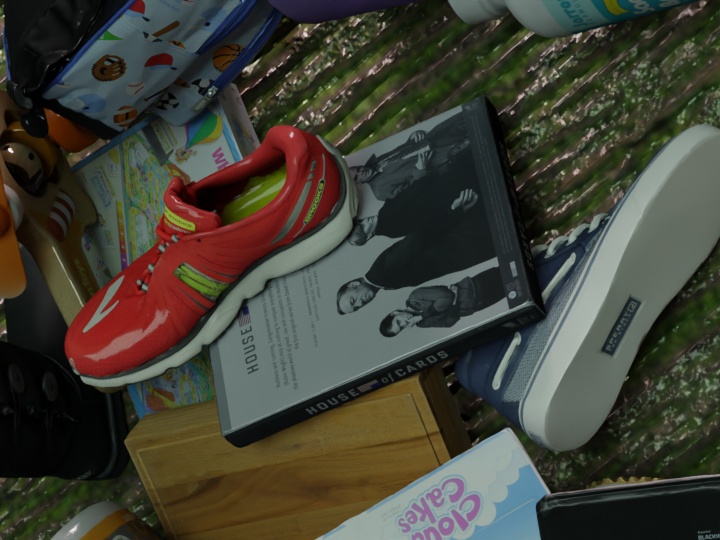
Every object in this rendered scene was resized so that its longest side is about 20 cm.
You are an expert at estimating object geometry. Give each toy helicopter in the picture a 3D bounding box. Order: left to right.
[{"bbox_3d":[-0.189,-0.019,1.480,0.079,0.132,0.201,-28,85,19],"label":"toy helicopter"}]

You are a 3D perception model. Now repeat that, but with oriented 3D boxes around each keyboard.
[{"bbox_3d":[0.194,0.143,1.261,0.198,0.040,0.105,-6,113,17],"label":"keyboard"}]

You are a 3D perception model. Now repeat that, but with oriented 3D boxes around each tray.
[{"bbox_3d":[-0.032,0.117,1.446,0.199,0.037,0.099,-13,110,27],"label":"tray"}]

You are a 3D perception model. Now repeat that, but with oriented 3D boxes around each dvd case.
[{"bbox_3d":[0.000,0.000,1.415,0.199,0.025,0.151,-24,53,18],"label":"dvd case"}]

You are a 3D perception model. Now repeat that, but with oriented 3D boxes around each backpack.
[{"bbox_3d":[-0.124,-0.191,1.466,0.190,0.153,0.201,-43,49,35],"label":"backpack"}]

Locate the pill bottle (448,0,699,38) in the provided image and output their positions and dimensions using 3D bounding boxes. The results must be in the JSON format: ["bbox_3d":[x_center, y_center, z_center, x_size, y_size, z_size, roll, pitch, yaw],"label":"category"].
[{"bbox_3d":[0.142,-0.194,1.367,0.199,0.111,0.112,-14,79,27],"label":"pill bottle"}]

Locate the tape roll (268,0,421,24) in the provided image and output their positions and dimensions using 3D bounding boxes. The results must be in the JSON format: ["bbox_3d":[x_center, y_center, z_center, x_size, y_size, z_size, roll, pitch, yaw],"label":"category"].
[{"bbox_3d":[-0.009,-0.246,1.403,0.084,0.200,0.202,-10,80,26],"label":"tape roll"}]

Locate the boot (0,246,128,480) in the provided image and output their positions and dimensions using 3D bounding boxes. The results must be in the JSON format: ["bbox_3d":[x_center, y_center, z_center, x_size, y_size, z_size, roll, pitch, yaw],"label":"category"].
[{"bbox_3d":[-0.224,0.049,1.488,0.065,0.200,0.166,-27,73,23],"label":"boot"}]

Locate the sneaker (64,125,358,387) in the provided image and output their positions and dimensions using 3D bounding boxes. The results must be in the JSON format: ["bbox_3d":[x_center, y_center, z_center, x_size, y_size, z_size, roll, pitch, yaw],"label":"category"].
[{"bbox_3d":[-0.098,-0.015,1.410,0.200,0.085,0.077,-38,49,5],"label":"sneaker"}]

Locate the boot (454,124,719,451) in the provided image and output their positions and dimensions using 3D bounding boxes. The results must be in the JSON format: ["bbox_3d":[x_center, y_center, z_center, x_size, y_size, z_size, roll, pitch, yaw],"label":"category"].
[{"bbox_3d":[0.128,-0.004,1.382,0.090,0.073,0.201,32,89,46],"label":"boot"}]

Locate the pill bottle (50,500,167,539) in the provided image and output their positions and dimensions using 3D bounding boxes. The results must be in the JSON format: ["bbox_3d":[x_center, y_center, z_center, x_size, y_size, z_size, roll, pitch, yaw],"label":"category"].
[{"bbox_3d":[-0.107,0.237,1.444,0.199,0.116,0.117,36,102,13],"label":"pill bottle"}]

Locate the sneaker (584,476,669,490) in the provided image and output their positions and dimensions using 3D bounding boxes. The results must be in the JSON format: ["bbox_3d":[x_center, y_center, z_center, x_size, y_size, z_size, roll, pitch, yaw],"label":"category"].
[{"bbox_3d":[0.202,0.161,1.321,0.199,0.075,0.091,3,86,30],"label":"sneaker"}]

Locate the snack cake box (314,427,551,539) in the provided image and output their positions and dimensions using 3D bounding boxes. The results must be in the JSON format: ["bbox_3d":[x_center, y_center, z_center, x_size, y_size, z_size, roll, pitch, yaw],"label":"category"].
[{"bbox_3d":[0.016,0.176,1.332,0.199,0.115,0.067,-30,66,-5],"label":"snack cake box"}]

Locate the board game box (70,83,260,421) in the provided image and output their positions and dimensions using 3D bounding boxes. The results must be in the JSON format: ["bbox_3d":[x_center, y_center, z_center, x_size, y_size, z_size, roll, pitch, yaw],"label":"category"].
[{"bbox_3d":[-0.101,0.002,1.521,0.134,0.034,0.201,-30,72,23],"label":"board game box"}]
